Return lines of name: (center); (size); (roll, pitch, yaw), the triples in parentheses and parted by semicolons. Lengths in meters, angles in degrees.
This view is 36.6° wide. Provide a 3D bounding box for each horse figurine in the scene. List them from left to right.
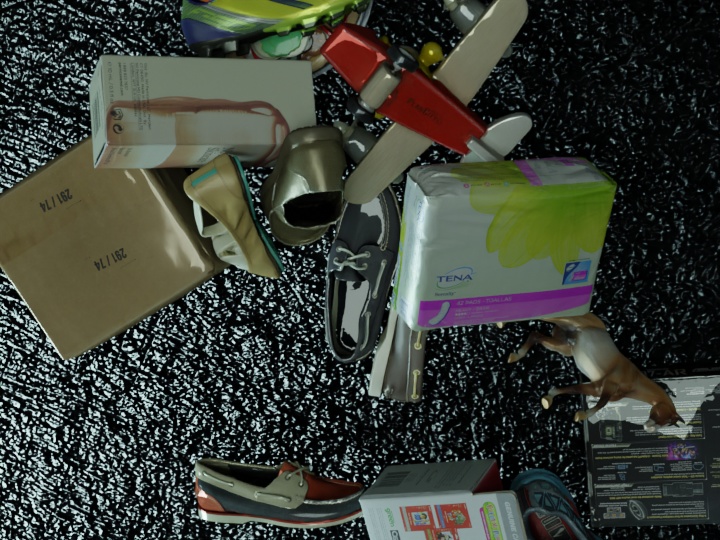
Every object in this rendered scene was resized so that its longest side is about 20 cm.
horse figurine: (0.214, 0.086, 1.070); (0.200, 0.132, 0.050); (52, 140, 38)

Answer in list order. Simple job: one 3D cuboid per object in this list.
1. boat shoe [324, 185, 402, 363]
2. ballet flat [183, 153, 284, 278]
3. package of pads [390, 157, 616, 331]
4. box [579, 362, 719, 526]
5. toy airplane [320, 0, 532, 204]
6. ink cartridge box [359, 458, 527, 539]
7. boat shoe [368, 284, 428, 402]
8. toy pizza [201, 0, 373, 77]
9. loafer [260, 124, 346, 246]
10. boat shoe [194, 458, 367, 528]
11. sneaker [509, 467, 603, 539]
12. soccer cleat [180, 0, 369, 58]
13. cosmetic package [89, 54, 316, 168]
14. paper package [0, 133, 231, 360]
boat shoe: (0.000, 0.000, 1.120); (0.072, 0.063, 0.201); (10, 103, 10)
ballet flat: (-0.127, -0.045, 1.078); (0.063, 0.200, 0.069); (-25, 58, -5)
package of pads: (0.135, -0.028, 1.033); (0.199, 0.068, 0.155); (-6, 122, -17)
box: (0.331, 0.179, 1.116); (0.199, 0.044, 0.161); (-5, 102, 11)
toy airplane: (0.064, -0.167, 1.045); (0.199, 0.141, 0.200); (-14, 130, -7)
ink cartridge box: (0.114, 0.308, 1.142); (0.175, 0.084, 0.201); (-9, 102, 27)
boat shoe: (0.057, 0.044, 1.119); (0.059, 0.072, 0.201); (14, 109, 0)
toy pizza: (-0.085, -0.286, 1.084); (0.199, 0.032, 0.201); (2, 103, 9)
loafer: (-0.056, -0.066, 1.054); (0.076, 0.200, 0.068); (-4, 67, -9)
boat shoe: (-0.087, 0.239, 1.191); (0.199, 0.071, 0.063); (-1, 100, 14)
sneaker: (0.221, 0.307, 1.138); (0.079, 0.096, 0.200); (-40, 94, 15)
soccer cleat: (-0.080, -0.261, 1.040); (0.199, 0.065, 0.084); (-13, 93, 13)
cosmetic package: (-0.151, -0.148, 1.039); (0.199, 0.103, 0.088); (-3, 82, -19)
paper package: (-0.263, -0.037, 1.136); (0.200, 0.103, 0.191); (-31, 95, 15)
